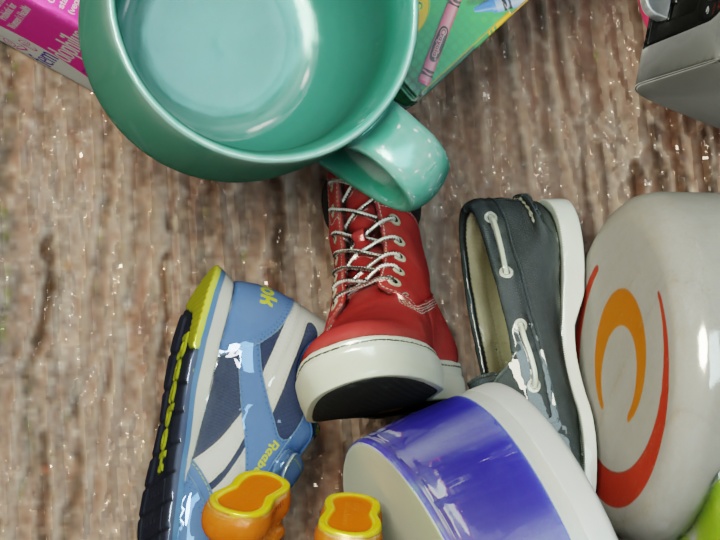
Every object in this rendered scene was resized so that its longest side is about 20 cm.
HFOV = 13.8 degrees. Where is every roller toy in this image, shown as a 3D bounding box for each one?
[{"bbox_3d":[0.198,0.050,1.540,0.139,0.182,0.201,2,99,-17],"label":"roller toy"}]

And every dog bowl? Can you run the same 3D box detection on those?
[{"bbox_3d":[0.068,0.162,1.478,0.079,0.200,0.201,-21,89,-16],"label":"dog bowl"}]

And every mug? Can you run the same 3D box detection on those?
[{"bbox_3d":[-0.055,-0.104,1.417,0.151,0.114,0.186,-14,88,-17],"label":"mug"}]

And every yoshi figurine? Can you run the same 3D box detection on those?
[{"bbox_3d":[-0.047,0.209,1.456,0.112,0.112,0.201,-6,117,-34],"label":"yoshi figurine"}]

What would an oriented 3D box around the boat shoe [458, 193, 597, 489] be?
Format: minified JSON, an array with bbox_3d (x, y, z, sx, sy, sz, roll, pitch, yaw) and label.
[{"bbox_3d":[0.084,0.059,1.567,0.060,0.076,0.201,2,70,-19],"label":"boat shoe"}]

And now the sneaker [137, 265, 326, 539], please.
[{"bbox_3d":[-0.064,0.101,1.515,0.082,0.074,0.201,15,80,-16],"label":"sneaker"}]

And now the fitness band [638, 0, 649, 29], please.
[{"bbox_3d":[0.247,-0.150,1.662,0.199,0.037,0.144,14,76,-15],"label":"fitness band"}]

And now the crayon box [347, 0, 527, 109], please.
[{"bbox_3d":[0.061,-0.162,1.563,0.200,0.119,0.058,-44,97,-17],"label":"crayon box"}]

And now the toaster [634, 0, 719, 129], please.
[{"bbox_3d":[0.252,-0.160,1.567,0.199,0.119,0.182,18,76,-27],"label":"toaster"}]

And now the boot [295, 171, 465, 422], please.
[{"bbox_3d":[0.000,0.000,1.490,0.072,0.200,0.145,-12,85,10],"label":"boot"}]

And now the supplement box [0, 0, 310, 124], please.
[{"bbox_3d":[-0.121,-0.151,1.516,0.199,0.101,0.104,29,76,-10],"label":"supplement box"}]
